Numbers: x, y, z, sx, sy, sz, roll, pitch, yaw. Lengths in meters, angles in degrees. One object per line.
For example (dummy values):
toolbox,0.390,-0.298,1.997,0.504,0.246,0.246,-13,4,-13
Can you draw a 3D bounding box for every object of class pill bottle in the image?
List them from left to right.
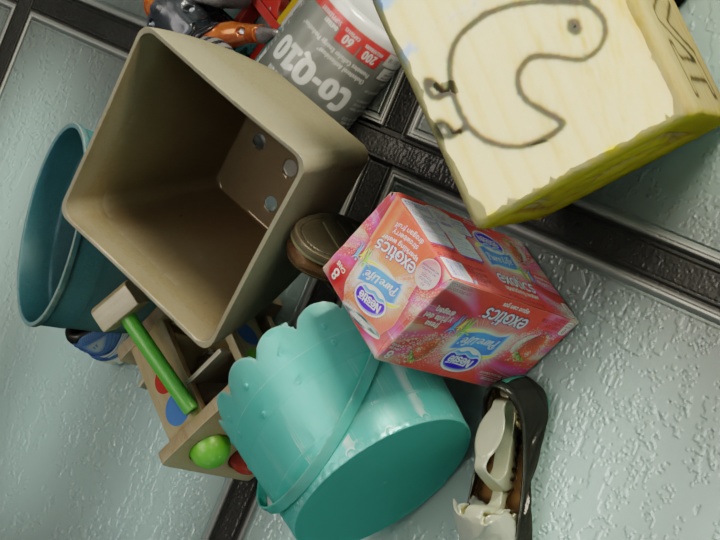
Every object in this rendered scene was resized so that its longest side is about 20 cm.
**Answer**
pill bottle,-0.051,-0.178,1.446,0.200,0.113,0.114,-49,53,18

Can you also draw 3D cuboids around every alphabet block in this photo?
alphabet block,0.155,-0.166,1.172,0.194,0.196,0.202,-29,83,23

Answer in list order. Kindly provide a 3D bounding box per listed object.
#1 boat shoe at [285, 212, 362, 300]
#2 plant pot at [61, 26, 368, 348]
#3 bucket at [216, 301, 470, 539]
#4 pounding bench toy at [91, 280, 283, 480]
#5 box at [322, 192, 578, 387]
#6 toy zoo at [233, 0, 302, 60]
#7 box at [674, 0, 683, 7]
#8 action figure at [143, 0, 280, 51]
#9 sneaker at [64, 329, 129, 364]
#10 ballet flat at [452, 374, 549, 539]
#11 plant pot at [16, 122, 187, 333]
boat shoe,0.000,0.000,1.300,0.068,0.199,0.072,-48,58,26
plant pot,-0.110,-0.082,1.321,0.200,0.176,0.201,41,118,21
bucket,-0.012,0.133,1.279,0.207,0.206,0.135,-47,58,20
pounding bench toy,-0.153,0.102,1.397,0.124,0.199,0.157,-43,54,22
box,0.077,0.021,1.227,0.095,0.199,0.103,-45,56,20
toy zoo,-0.082,-0.247,1.553,0.200,0.020,0.131,-51,52,17
box,0.198,-0.272,1.310,0.200,0.047,0.194,-50,56,19
action figure,-0.152,-0.268,1.538,0.193,0.104,0.201,38,107,29
sneaker,-0.259,-0.002,1.588,0.078,0.089,0.202,16,86,41
ballet flat,0.110,0.186,1.242,0.067,0.068,0.202,0,79,38
plant pot,-0.222,-0.027,1.479,0.200,0.186,0.202,-36,48,53
